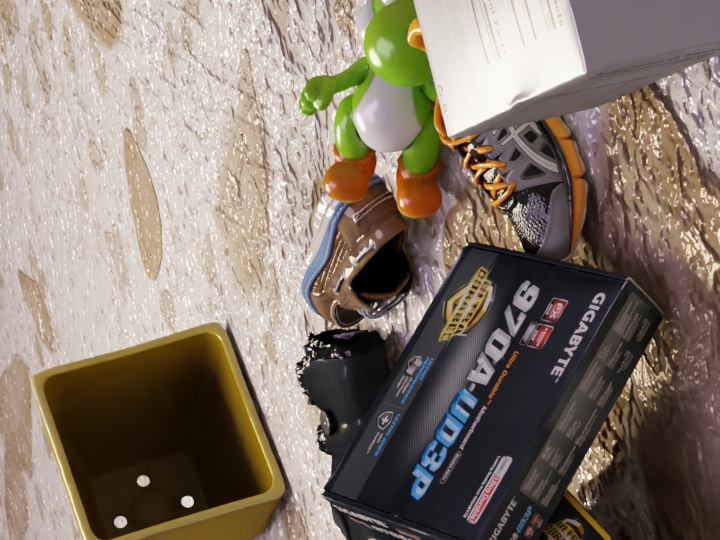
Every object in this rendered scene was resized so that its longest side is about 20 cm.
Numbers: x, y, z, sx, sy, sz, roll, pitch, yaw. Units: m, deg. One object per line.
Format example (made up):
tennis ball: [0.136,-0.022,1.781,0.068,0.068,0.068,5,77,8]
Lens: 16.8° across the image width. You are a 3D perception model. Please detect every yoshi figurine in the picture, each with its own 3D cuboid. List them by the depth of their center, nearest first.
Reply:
yoshi figurine: [0.024,-0.126,1.733,0.112,0.112,0.200,42,139,37]

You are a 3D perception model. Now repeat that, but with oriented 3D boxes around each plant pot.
plant pot: [-0.202,0.201,2.388,0.200,0.195,0.194,102,149,-61]

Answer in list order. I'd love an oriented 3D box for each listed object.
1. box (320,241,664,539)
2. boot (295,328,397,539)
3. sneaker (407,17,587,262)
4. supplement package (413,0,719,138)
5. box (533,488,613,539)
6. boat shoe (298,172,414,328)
box: [0.082,0.085,1.548,0.046,0.200,0.159,41,164,-35]
boot: [0.008,0.139,1.950,0.200,0.076,0.168,-145,42,-69]
sneaker: [0.090,-0.091,1.609,0.078,0.077,0.200,-42,64,64]
supplement package: [0.124,-0.156,1.428,0.200,0.114,0.110,159,97,-68]
box: [0.135,0.183,1.583,0.160,0.049,0.200,49,178,-35]
boat shoe: [0.000,0.000,1.897,0.072,0.072,0.200,48,161,21]
